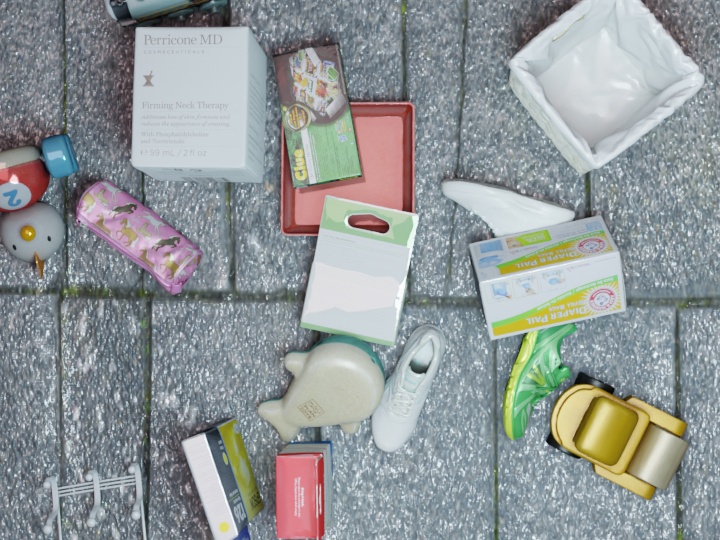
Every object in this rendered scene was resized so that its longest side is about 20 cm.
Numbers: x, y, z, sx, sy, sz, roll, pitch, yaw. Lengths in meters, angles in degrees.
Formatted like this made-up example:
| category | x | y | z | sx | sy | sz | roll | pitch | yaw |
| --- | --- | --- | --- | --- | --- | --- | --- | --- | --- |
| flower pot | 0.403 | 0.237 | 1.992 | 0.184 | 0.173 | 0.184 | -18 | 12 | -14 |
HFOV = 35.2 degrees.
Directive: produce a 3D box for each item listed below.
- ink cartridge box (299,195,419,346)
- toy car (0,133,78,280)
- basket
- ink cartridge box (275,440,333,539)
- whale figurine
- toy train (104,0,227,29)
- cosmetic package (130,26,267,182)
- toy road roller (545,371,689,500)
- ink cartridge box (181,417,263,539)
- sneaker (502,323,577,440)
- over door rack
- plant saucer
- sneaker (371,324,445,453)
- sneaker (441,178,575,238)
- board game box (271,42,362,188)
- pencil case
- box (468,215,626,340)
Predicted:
| category | x | y | z | sx | sy | sz | roll | pitch | yaw |
| --- | --- | --- | --- | --- | --- | --- | --- | --- | --- |
| ink cartridge box | 0.000 | 0.000 | 1.670 | 0.145 | 0.048 | 0.201 | 12 | 97 | 5 |
| toy car | -0.494 | -0.082 | 1.673 | 0.184 | 0.177 | 0.200 | -17 | 100 | -8 |
| basket | 0.341 | -0.267 | 1.612 | 0.198 | 0.161 | 0.200 | -39 | 85 | 2 |
| ink cartridge box | -0.079 | 0.310 | 1.603 | 0.067 | 0.200 | 0.117 | -1 | 88 | 4 |
| whale figurine | -0.055 | 0.172 | 1.668 | 0.200 | 0.104 | 0.159 | -35 | 107 | 25 |
| toy train | -0.282 | -0.413 | 1.682 | 0.200 | 0.114 | 0.085 | -15 | 95 | 3 |
| cosmetic package | -0.231 | -0.237 | 1.650 | 0.167 | 0.166 | 0.201 | 1 | 87 | 4 |
| toy road roller | 0.364 | 0.236 | 1.600 | 0.200 | 0.146 | 0.123 | 27 | 90 | 5 |
| ink cartridge box | -0.184 | 0.318 | 1.613 | 0.047 | 0.198 | 0.200 | -21 | 87 | 4 |
| sneaker | 0.260 | 0.155 | 1.647 | 0.083 | 0.074 | 0.200 | 20 | 89 | 9 |
| over door rack | -0.388 | 0.398 | 1.690 | 0.147 | 0.067 | 0.201 | -10 | 87 | 5 |
| plant saucer | -0.018 | -0.150 | 1.697 | 0.199 | 0.037 | 0.200 | 0 | 88 | 3 |
| sneaker | 0.066 | 0.172 | 1.659 | 0.070 | 0.080 | 0.201 | 22 | 91 | 3 |
| sneaker | 0.208 | -0.076 | 1.664 | 0.200 | 0.075 | 0.089 | 18 | 101 | 3 |
| board game box | -0.064 | -0.228 | 1.674 | 0.105 | 0.023 | 0.201 | -9 | 87 | 2 |
| pencil case | -0.330 | -0.049 | 1.693 | 0.200 | 0.083 | 0.087 | 35 | 90 | 4 |
| box | 0.266 | 0.009 | 1.616 | 0.200 | 0.113 | 0.102 | -13 | 121 | 3 |
